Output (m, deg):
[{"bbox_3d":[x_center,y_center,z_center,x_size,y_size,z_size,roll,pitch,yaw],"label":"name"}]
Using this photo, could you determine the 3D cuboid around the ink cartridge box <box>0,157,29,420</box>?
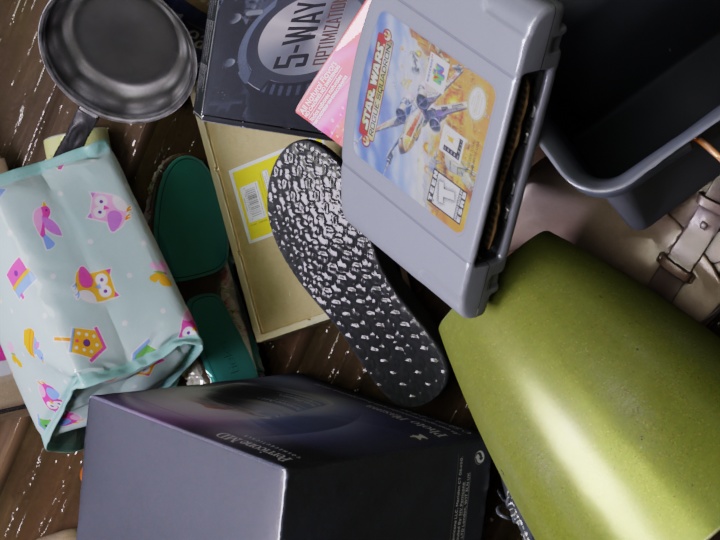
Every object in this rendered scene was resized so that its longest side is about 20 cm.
[{"bbox_3d":[-0.324,0.022,1.390,0.075,0.164,0.202,-26,81,41],"label":"ink cartridge box"}]

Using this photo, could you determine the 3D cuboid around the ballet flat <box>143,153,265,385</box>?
[{"bbox_3d":[-0.124,0.016,1.343,0.064,0.075,0.202,-30,70,61],"label":"ballet flat"}]

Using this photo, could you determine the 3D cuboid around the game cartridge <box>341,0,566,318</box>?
[{"bbox_3d":[0.046,-0.089,1.048,0.133,0.041,0.201,36,128,35],"label":"game cartridge"}]

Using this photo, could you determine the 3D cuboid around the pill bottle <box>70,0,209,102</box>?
[{"bbox_3d":[-0.130,-0.213,1.303,0.200,0.111,0.111,-46,72,24],"label":"pill bottle"}]

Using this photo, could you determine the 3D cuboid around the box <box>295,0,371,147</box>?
[{"bbox_3d":[0.057,-0.161,1.124,0.094,0.103,0.200,35,124,-2],"label":"box"}]

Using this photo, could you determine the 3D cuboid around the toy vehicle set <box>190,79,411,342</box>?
[{"bbox_3d":[-0.046,-0.061,1.313,0.123,0.026,0.202,-18,85,28],"label":"toy vehicle set"}]

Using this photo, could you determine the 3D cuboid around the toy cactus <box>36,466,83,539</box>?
[{"bbox_3d":[-0.192,0.217,1.391,0.164,0.102,0.202,-6,93,48],"label":"toy cactus"}]

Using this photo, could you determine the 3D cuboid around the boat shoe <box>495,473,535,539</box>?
[{"bbox_3d":[0.129,0.149,1.203,0.062,0.074,0.202,-31,70,56],"label":"boat shoe"}]

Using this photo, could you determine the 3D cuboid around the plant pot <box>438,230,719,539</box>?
[{"bbox_3d":[0.146,0.081,1.111,0.200,0.187,0.187,49,114,10],"label":"plant pot"}]

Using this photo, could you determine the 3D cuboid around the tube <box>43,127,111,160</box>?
[{"bbox_3d":[-0.200,-0.008,1.393,0.058,0.051,0.202,175,84,-73],"label":"tube"}]

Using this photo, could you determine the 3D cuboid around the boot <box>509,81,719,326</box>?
[{"bbox_3d":[0.172,-0.019,1.172,0.200,0.070,0.147,-39,77,26],"label":"boot"}]

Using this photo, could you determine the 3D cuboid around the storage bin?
[{"bbox_3d":[0.200,-0.110,1.066,0.199,0.134,0.146,-36,64,5],"label":"storage bin"}]

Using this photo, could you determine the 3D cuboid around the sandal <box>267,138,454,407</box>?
[{"bbox_3d":[-0.001,0.001,1.255,0.075,0.048,0.202,-27,95,26],"label":"sandal"}]

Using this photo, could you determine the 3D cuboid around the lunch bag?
[{"bbox_3d":[-0.206,0.028,1.298,0.171,0.121,0.200,63,154,12],"label":"lunch bag"}]

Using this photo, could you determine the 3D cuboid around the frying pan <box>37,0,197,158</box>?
[{"bbox_3d":[-0.168,-0.125,1.271,0.114,0.031,0.191,11,130,6],"label":"frying pan"}]

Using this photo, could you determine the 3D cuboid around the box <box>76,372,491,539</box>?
[{"bbox_3d":[-0.051,0.151,1.206,0.199,0.197,0.125,14,102,43],"label":"box"}]

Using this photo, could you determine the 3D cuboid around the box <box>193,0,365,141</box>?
[{"bbox_3d":[-0.020,-0.191,1.229,0.159,0.044,0.202,8,99,-14],"label":"box"}]
